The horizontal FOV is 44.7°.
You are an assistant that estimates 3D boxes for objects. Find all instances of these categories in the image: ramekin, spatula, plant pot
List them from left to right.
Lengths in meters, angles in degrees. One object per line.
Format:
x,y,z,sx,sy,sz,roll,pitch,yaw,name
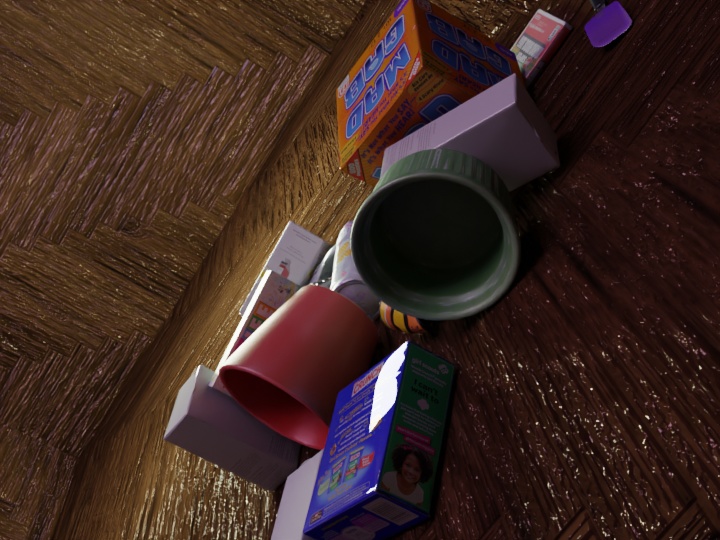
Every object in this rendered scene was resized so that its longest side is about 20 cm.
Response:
-0.075,0.133,1.273,0.178,0.200,0.200,-56,13,-28,plant pot
0.094,-0.048,1.053,0.200,0.200,0.098,-49,13,32,ramekin
0.323,-0.354,1.181,0.056,0.021,0.200,-37,24,26,spatula

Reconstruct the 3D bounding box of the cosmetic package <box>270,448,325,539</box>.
-0.062,0.334,1.076,0.102,0.074,0.201,-44,21,43,cosmetic package

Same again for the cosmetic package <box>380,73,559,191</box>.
0.136,-0.142,1.105,0.199,0.108,0.085,-27,29,24,cosmetic package

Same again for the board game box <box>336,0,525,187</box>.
0.102,-0.233,1.265,0.200,0.199,0.201,-48,31,36,board game box

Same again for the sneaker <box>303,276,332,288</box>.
-0.099,0.090,1.436,0.200,0.087,0.074,-45,11,-16,sneaker

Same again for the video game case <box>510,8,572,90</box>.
0.240,-0.304,1.349,0.200,0.017,0.143,-55,18,17,video game case

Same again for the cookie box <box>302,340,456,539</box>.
0.023,0.208,1.029,0.171,0.075,0.201,-43,24,46,cookie box

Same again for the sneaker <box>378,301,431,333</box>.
0.107,-0.002,1.178,0.090,0.070,0.201,14,71,52,sneaker

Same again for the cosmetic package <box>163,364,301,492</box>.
-0.194,0.249,1.376,0.085,0.199,0.108,-48,20,35,cosmetic package

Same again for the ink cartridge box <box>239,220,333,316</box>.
-0.132,0.021,1.685,0.201,0.083,0.145,-60,-14,0,ink cartridge box

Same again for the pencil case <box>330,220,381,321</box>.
0.000,0.000,1.427,0.083,0.091,0.200,-32,28,21,pencil case

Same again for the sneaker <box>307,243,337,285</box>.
-0.047,-0.007,1.593,0.200,0.073,0.071,-48,24,36,sneaker

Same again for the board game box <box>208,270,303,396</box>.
-0.131,0.119,1.366,0.201,0.134,0.034,-64,17,-12,board game box
